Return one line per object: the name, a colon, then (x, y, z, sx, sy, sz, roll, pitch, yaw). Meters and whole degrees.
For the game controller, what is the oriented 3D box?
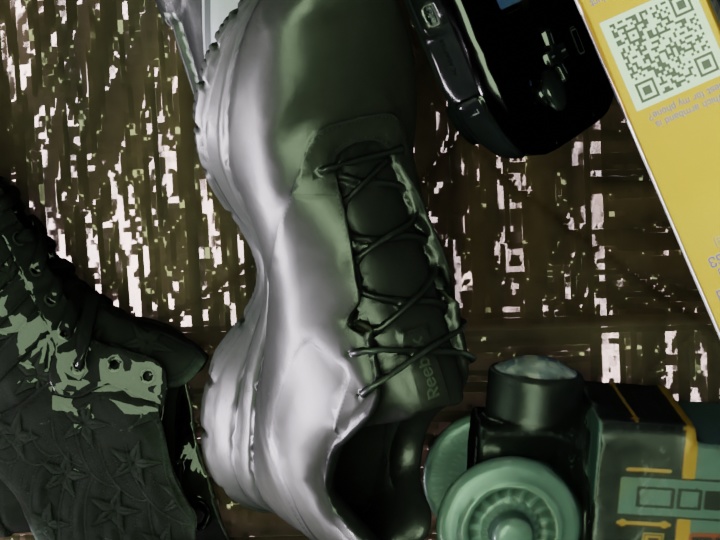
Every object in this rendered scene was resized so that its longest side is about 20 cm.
game controller: (0.026, -0.133, 0.776, 0.042, 0.104, 0.201, -18, 97, 35)

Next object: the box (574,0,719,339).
box: (0.103, -0.049, 0.771, 0.041, 0.119, 0.201, -21, 95, 10)

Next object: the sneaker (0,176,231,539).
sneaker: (-0.097, 0.024, 0.841, 0.104, 0.060, 0.201, -3, 104, 9)

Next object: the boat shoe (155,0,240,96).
boat shoe: (-0.048, -0.117, 0.810, 0.066, 0.070, 0.201, 6, 114, 36)

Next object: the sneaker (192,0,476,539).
sneaker: (0.000, 0.000, 0.776, 0.076, 0.091, 0.201, -18, 122, -29)

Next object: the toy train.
toy train: (0.075, 0.128, 0.826, 0.113, 0.085, 0.201, 3, 100, -3)
